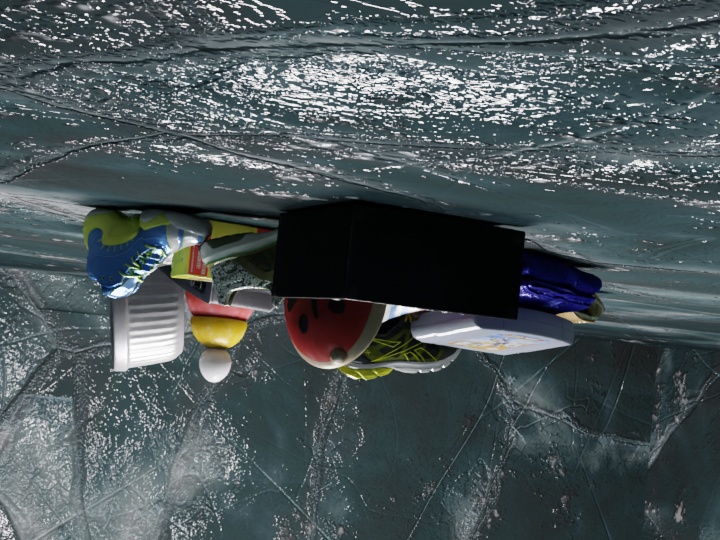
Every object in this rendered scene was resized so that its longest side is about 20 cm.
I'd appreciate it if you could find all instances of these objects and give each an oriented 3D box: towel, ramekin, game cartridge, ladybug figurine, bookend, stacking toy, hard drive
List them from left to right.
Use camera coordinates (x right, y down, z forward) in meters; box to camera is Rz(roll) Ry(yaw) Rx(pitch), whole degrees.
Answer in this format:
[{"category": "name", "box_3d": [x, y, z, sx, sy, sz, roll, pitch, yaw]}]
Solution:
[{"category": "ramekin", "box_3d": [-0.320, 0.046, 1.968, 0.103, 0.204, 0.200, -3, 178, -12]}, {"category": "hard drive", "box_3d": [-0.202, 0.002, 1.805, 0.133, 0.043, 0.199, 10, -166, -38]}, {"category": "stacking toy", "box_3d": [-0.213, 0.066, 1.999, 0.144, 0.204, 0.146, 6, 176, 0]}, {"category": "ladybug figurine", "box_3d": [-0.035, 0.027, 1.542, 0.135, 0.201, 0.072, -30, 129, 16]}, {"category": "bookend", "box_3d": [0.034, -0.006, 1.386, 0.196, 0.094, 0.199, 8, 177, -26]}, {"category": "game cartridge", "box_3d": [0.178, 0.077, 1.712, 0.198, 0.042, 0.132, 11, 167, -41]}, {"category": "towel", "box_3d": [0.200, 0.028, 1.668, 0.146, 0.050, 0.199, -18, 160, 33]}]

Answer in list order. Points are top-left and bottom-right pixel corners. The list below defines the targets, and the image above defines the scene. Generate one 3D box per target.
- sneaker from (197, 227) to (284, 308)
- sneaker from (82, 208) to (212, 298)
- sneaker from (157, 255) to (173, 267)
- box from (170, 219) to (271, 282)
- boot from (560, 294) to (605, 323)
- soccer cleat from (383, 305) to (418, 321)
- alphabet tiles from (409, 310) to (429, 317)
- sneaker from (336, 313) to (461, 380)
[{"category": "sneaker", "box_3d": [-0.085, -0.003, 1.512, 0.197, 0.090, 0.077, -10, 176, 13]}, {"category": "sneaker", "box_3d": [-0.252, -0.017, 1.562, 0.198, 0.107, 0.075, 3, 175, 41]}, {"category": "sneaker", "box_3d": [-0.281, -0.033, 1.706, 0.198, 0.068, 0.090, -3, 168, 42]}, {"category": "box", "box_3d": [-0.134, -0.016, 1.646, 0.197, 0.077, 0.050, 10, 172, -30]}, {"category": "boot", "box_3d": [0.317, 0.066, 2.194, 0.198, 0.067, 0.174, 0, 174, 44]}, {"category": "soccer cleat", "box_3d": [0.041, 0.024, 1.593, 0.086, 0.071, 0.199, -8, 165, -45]}, {"category": "alphabet tiles", "box_3d": [0.125, 0.046, 1.778, 0.199, 0.015, 0.195, -32, 146, 27]}, {"category": "sneaker", "box_3d": [0.058, 0.085, 1.724, 0.198, 0.086, 0.074, -12, -144, -32]}]
